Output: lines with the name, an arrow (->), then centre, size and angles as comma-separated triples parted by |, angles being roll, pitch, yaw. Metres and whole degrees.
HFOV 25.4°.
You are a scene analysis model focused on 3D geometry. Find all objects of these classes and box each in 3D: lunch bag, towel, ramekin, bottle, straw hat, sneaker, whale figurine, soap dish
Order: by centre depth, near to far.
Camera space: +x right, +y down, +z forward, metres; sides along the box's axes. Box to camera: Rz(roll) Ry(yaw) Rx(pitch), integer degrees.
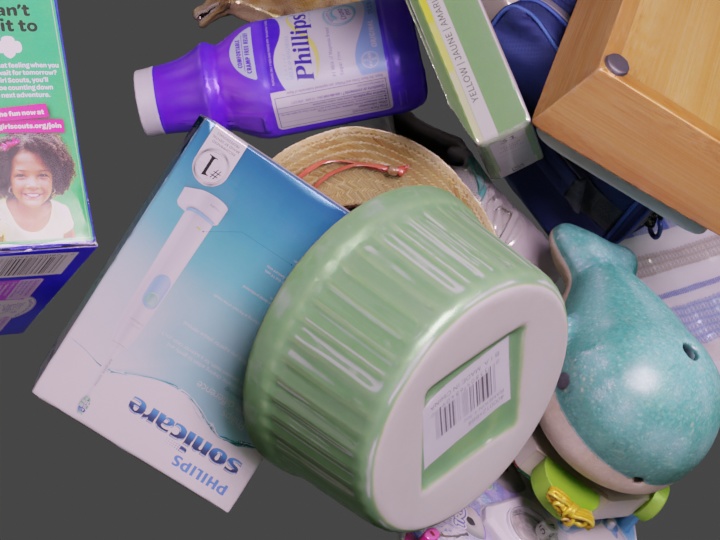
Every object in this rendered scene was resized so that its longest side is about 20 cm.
ramekin -> 0.035, 0.060, 0.965 | 0.199, 0.201, 0.097 | -32, 49, -31
whale figurine -> 0.182, 0.048, 1.082 | 0.158, 0.104, 0.201 | 21, 48, -28
soap dish -> 0.216, -0.137, 1.090 | 0.157, 0.081, 0.201 | 30, 52, -7
straw hat -> 0.000, 0.000, 1.105 | 0.199, 0.085, 0.203 | -1, 96, -7
bottle -> -0.056, -0.134, 1.106 | 0.198, 0.066, 0.084 | -10, 54, 2
sneaker -> 0.074, -0.052, 1.163 | 0.199, 0.088, 0.076 | 37, 59, -9
lunch bag -> 0.169, -0.108, 1.187 | 0.132, 0.136, 0.201 | -26, 72, -34
towel -> 0.248, 0.021, 1.227 | 0.146, 0.024, 0.201 | -14, 62, -29

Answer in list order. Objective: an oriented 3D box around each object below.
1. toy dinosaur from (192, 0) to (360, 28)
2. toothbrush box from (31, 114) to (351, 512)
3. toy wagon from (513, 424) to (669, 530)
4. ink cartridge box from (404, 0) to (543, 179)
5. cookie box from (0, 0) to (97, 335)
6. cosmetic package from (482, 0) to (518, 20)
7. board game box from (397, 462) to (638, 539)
toy dinosaur -> -0.020, -0.185, 1.188 | 0.198, 0.058, 0.102 | -8, 73, -27
toothbrush box -> -0.093, 0.025, 1.010 | 0.146, 0.085, 0.201 | 32, 91, -10
toy wagon -> 0.146, 0.114, 1.116 | 0.155, 0.040, 0.200 | 36, 33, -8
ink cartridge box -> 0.066, -0.153, 1.057 | 0.048, 0.200, 0.147 | -23, 76, 5
cookie box -> -0.233, -0.078, 0.983 | 0.075, 0.171, 0.202 | -4, 73, -29
cosmetic package -> 0.085, -0.285, 1.257 | 0.103, 0.087, 0.201 | -22, 80, -31
board game box -> 0.116, 0.175, 1.072 | 0.199, 0.026, 0.201 | 29, 30, -15
